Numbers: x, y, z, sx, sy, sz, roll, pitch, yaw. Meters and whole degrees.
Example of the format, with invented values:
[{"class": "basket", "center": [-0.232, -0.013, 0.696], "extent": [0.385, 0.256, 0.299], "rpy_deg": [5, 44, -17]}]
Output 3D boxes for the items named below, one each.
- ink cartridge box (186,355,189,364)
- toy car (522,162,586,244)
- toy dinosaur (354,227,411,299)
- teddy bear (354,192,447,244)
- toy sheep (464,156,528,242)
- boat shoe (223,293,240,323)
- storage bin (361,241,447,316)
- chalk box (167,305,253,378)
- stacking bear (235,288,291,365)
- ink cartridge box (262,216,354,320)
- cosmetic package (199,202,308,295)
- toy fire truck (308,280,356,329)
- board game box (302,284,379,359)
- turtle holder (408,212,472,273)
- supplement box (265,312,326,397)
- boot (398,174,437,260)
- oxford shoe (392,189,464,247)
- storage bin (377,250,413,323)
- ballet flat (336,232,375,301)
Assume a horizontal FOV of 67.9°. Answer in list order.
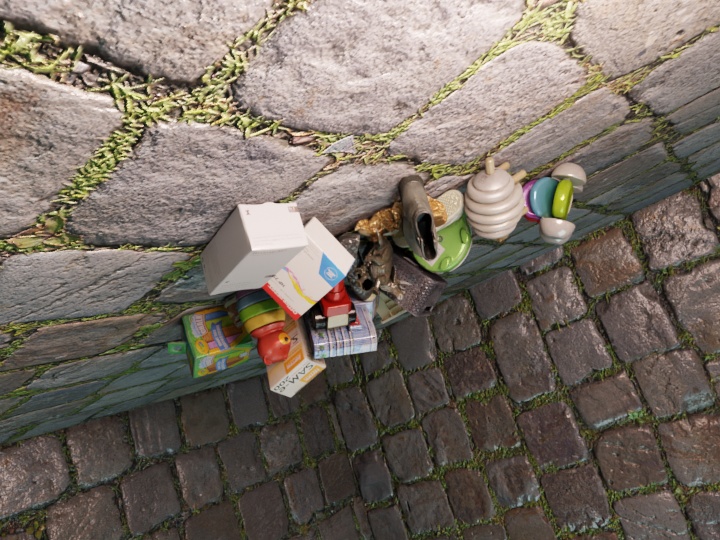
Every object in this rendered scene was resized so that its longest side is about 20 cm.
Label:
[{"class": "ink cartridge box", "center": [-0.428, 0.203, 1.548], "extent": [0.141, 0.086, 0.200], "rpy_deg": [-15, 166, -26]}, {"class": "toy car", "center": [0.465, -0.169, 1.324], "extent": [0.146, 0.181, 0.199], "rpy_deg": [15, 180, 18]}, {"class": "toy dinosaur", "center": [0.039, -0.017, 1.133], "extent": [0.075, 0.204, 0.102], "rpy_deg": [12, -138, 35]}, {"class": "teddy bear", "center": [0.081, -0.110, 1.114], "extent": [0.196, 0.069, 0.143], "rpy_deg": [-20, 161, 32]}, {"class": "toy sheep", "center": [0.274, -0.144, 1.094], "extent": [0.134, 0.139, 0.204], "rpy_deg": [-20, 125, 2]}, {"class": "boat shoe", "center": [-0.240, 0.073, 1.320], "extent": [0.195, 0.074, 0.076], "rpy_deg": [-23, 168, 13]}, {"class": "storage bin", "center": [0.097, 0.014, 1.285], "extent": [0.095, 0.198, 0.134], "rpy_deg": [-60, 157, 10]}, {"class": "chalk box", "center": [-0.391, 0.184, 1.375], "extent": [0.195, 0.126, 0.126], "rpy_deg": [-15, 154, -26]}, {"class": "stacking bear", "center": [-0.211, 0.105, 1.191], "extent": [0.112, 0.205, 0.120], "rpy_deg": [-25, 167, 28]}, {"class": "ink cartridge box", "center": [-0.119, 0.010, 1.026], "extent": [0.199, 0.116, 0.068], "rpy_deg": [-41, -170, 31]}, {"class": "cosmetic package", "center": [-0.185, -0.035, 0.909], "extent": [0.110, 0.083, 0.199], "rpy_deg": [-9, 165, -37]}, {"class": "toy fire truck", "center": [-0.085, 0.001, 1.143], "extent": [0.125, 0.177, 0.205], "rpy_deg": [-7, 126, -16]}, {"class": "board game box", "center": [-0.032, 0.101, 1.240], "extent": [0.194, 0.202, 0.063], "rpy_deg": [-6, 127, -15]}, {"class": "turtle holder", "center": [0.199, -0.087, 1.265], "extent": [0.137, 0.192, 0.131], "rpy_deg": [10, 179, 21]}, {"class": "supplement box", "center": [-0.168, 0.176, 1.276], "extent": [0.126, 0.203, 0.073], "rpy_deg": [-42, 134, 18]}, {"class": "boot", "center": [0.113, -0.063, 0.991], "extent": [0.066, 0.133, 0.203], "rpy_deg": [-15, 136, 6]}, {"class": "oxford shoe", "center": [0.154, -0.110, 1.186], "extent": [0.198, 0.077, 0.057], "rpy_deg": [-33, 166, 32]}, {"class": "storage bin", "center": [0.137, 0.021, 1.486], "extent": [0.197, 0.094, 0.200], "rpy_deg": [-32, -168, 45]}, {"class": "ballet flat", "center": [0.000, 0.000, 1.168], "extent": [0.055, 0.068, 0.202], "rpy_deg": [-5, 138, 21]}]
